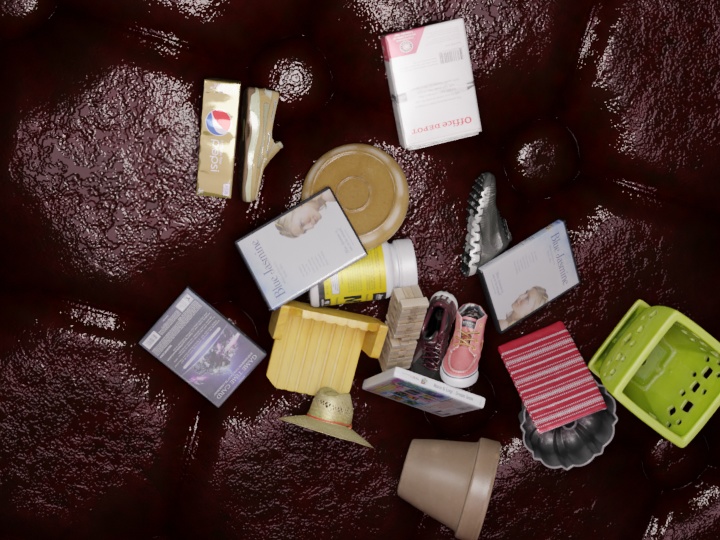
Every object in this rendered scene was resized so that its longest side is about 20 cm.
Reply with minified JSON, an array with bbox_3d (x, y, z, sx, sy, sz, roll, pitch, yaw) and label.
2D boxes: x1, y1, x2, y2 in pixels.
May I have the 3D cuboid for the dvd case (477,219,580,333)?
[{"bbox_3d":[0.321,0.011,1.715,0.199,0.018,0.144,-30,118,-15],"label":"dvd case"}]

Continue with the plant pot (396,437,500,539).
[{"bbox_3d":[0.168,0.407,1.774,0.172,0.200,0.203,17,103,8],"label":"plant pot"}]

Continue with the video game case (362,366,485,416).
[{"bbox_3d":[0.114,0.231,1.708,0.180,0.200,0.024,21,72,-12],"label":"video game case"}]

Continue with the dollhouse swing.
[{"bbox_3d":[-0.076,0.159,1.681,0.197,0.182,0.178,13,92,-11],"label":"dollhouse swing"}]

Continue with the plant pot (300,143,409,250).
[{"bbox_3d":[-0.012,-0.135,1.625,0.197,0.028,0.203,-1,78,6],"label":"plant pot"}]

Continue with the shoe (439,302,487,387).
[{"bbox_3d":[0.192,0.134,1.683,0.070,0.200,0.092,8,112,12],"label":"shoe"}]

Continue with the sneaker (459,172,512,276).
[{"bbox_3d":[0.243,-0.085,1.702,0.089,0.067,0.203,3,108,-11],"label":"sneaker"}]

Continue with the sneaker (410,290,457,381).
[{"bbox_3d":[0.129,0.143,1.713,0.075,0.115,0.203,11,100,13],"label":"sneaker"}]

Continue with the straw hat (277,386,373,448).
[{"bbox_3d":[-0.054,0.266,1.709,0.199,0.201,0.086,18,80,-11],"label":"straw hat"}]

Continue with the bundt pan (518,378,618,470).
[{"bbox_3d":[0.406,0.290,1.814,0.199,0.076,0.205,-2,104,-7],"label":"bundt pan"}]

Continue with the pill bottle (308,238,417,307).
[{"bbox_3d":[0.000,0.000,1.666,0.197,0.114,0.116,-7,106,-5],"label":"pill bottle"}]

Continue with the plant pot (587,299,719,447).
[{"bbox_3d":[0.572,0.185,1.749,0.198,0.182,0.201,36,93,-15],"label":"plant pot"}]

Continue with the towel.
[{"bbox_3d":[0.365,0.203,1.744,0.143,0.202,0.023,-21,148,-1],"label":"towel"}]

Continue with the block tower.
[{"bbox_3d":[0.076,0.110,1.686,0.053,0.058,0.201,-7,140,-18],"label":"block tower"}]

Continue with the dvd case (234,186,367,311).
[{"bbox_3d":[-0.105,-0.039,1.593,0.198,0.018,0.144,-30,77,-1],"label":"dvd case"}]

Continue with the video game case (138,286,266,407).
[{"bbox_3d":[-0.297,0.146,1.717,0.200,0.019,0.143,42,97,-16],"label":"video game case"}]

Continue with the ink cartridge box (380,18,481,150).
[{"bbox_3d":[0.125,-0.330,1.610,0.144,0.085,0.203,-13,104,-4],"label":"ink cartridge box"}]

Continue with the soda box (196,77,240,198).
[{"bbox_3d":[-0.249,-0.234,1.596,0.063,0.068,0.203,5,104,-8],"label":"soda box"}]

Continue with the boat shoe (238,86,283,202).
[{"bbox_3d":[-0.174,-0.220,1.612,0.075,0.072,0.203,2,105,-20],"label":"boat shoe"}]
